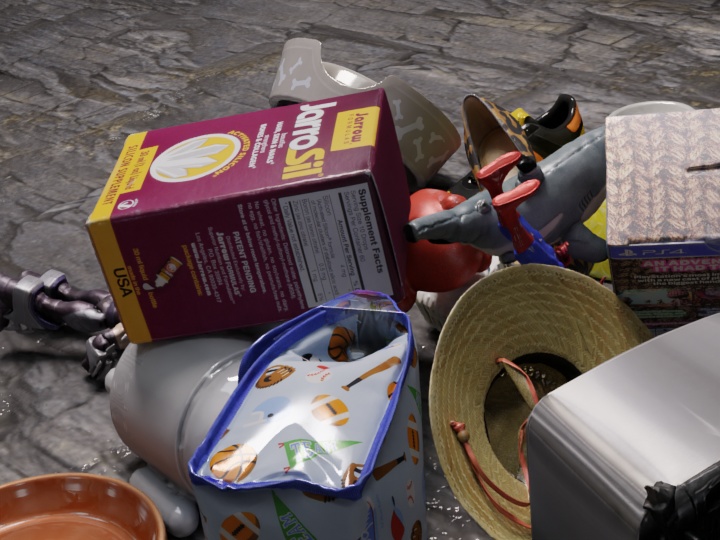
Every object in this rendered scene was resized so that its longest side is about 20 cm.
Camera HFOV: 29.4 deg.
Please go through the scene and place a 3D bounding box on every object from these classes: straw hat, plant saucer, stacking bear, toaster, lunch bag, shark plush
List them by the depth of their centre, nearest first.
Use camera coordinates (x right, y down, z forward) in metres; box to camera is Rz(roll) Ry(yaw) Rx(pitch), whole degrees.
[{"bbox_3d":[0.187,0.127,0.707,0.179,0.202,0.119,-21,33,-22],"label":"toaster"},{"bbox_3d":[-0.017,0.130,0.804,0.122,0.172,0.201,4,31,16],"label":"lunch bag"},{"bbox_3d":[-0.220,0.202,0.884,0.197,0.033,0.201,-8,26,4],"label":"plant saucer"},{"bbox_3d":[0.108,0.103,0.895,0.200,0.202,0.085,-28,-9,-33],"label":"straw hat"},{"bbox_3d":[0.107,-0.059,0.984,0.197,0.084,0.091,-6,49,-26],"label":"shark plush"},{"bbox_3d":[0.000,0.000,1.053,0.198,0.122,0.114,-21,30,13],"label":"stacking bear"}]

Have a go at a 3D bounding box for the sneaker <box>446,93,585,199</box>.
[{"bbox_3d":[0.135,-0.104,1.295,0.199,0.091,0.070,-26,31,-30],"label":"sneaker"}]

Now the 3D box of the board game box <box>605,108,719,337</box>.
[{"bbox_3d":[0.254,-0.017,0.946,0.157,0.201,0.098,-2,62,13],"label":"board game box"}]

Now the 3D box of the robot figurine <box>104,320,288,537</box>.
[{"bbox_3d":[-0.098,0.099,0.953,0.199,0.113,0.171,21,81,47],"label":"robot figurine"}]

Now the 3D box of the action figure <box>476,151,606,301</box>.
[{"bbox_3d":[0.139,0.012,0.953,0.051,0.201,0.066,-27,34,-2],"label":"action figure"}]

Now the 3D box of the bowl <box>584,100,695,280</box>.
[{"bbox_3d":[0.257,-0.083,1.195,0.197,0.109,0.201,-7,27,4],"label":"bowl"}]

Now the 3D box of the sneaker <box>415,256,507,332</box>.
[{"bbox_3d":[0.086,0.028,1.095,0.079,0.077,0.200,-20,22,6],"label":"sneaker"}]

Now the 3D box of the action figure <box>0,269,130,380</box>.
[{"bbox_3d":[-0.216,0.037,1.173,0.197,0.070,0.130,8,24,24],"label":"action figure"}]

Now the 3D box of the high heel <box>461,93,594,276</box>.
[{"bbox_3d":[0.120,-0.056,1.078,0.071,0.143,0.201,-31,19,15],"label":"high heel"}]

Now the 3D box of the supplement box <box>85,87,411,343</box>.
[{"bbox_3d":[-0.071,-0.038,0.950,0.197,0.104,0.132,-9,30,10],"label":"supplement box"}]

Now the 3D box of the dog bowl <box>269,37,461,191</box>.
[{"bbox_3d":[-0.002,-0.146,1.336,0.199,0.200,0.059,21,78,45],"label":"dog bowl"}]
